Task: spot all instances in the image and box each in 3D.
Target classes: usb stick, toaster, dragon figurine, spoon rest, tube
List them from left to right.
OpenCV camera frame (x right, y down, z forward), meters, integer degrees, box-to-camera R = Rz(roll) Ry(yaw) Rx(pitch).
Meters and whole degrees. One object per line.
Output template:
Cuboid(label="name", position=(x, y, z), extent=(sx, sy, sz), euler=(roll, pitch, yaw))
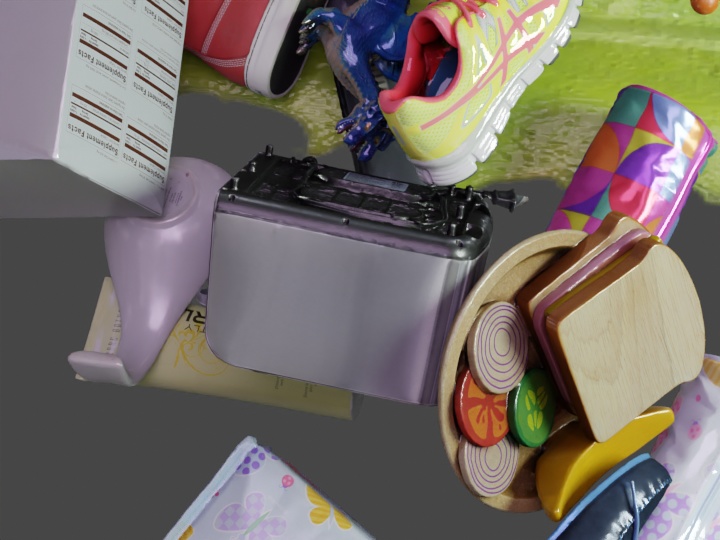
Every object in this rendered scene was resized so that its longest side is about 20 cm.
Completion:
Cuboid(label="spoon rest", position=(-0.145, 0.001, 1.660), extent=(0.098, 0.061, 0.201), euler=(7, 52, 17))
Cuboid(label="tube", position=(-0.094, 0.060, 1.665), extent=(0.198, 0.058, 0.052), euler=(12, 120, 11))
Cuboid(label="toaster", position=(0.000, 0.000, 1.596), extent=(0.198, 0.181, 0.120), euler=(11, 104, 4))
Cuboid(label="usb stick", position=(0.009, -0.137, 1.711), extent=(0.055, 0.033, 0.202), euler=(-14, 77, 4))
Cuboid(label="dragon figurine", position=(0.023, -0.169, 1.669), extent=(0.099, 0.059, 0.201), euler=(32, 69, 6))

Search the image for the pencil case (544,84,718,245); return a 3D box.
Cuboid(label="pencil case", position=(0.174, -0.025, 1.654), extent=(0.088, 0.088, 0.201), euler=(24, 80, 8))

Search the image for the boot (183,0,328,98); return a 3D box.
Cuboid(label="boot", position=(-0.079, -0.240, 1.702), extent=(0.144, 0.072, 0.201), euler=(27, 93, 21))

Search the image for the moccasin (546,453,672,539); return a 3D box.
Cuboid(label="moccasin", position=(0.139, 0.205, 1.526), extent=(0.068, 0.081, 0.200), euler=(36, 69, 17))

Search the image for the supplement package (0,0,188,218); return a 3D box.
Cuboid(label="supplement package", position=(-0.235, -0.149, 1.639), extent=(0.190, 0.147, 0.202), euler=(0, 76, 25))

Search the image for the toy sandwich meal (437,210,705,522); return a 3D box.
Cuboid(label="toy sandwich meal", position=(0.136, 0.066, 1.537), extent=(0.070, 0.205, 0.206), euler=(17, 75, 48))

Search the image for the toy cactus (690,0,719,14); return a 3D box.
Cuboid(label="toy cactus", position=(0.212, -0.254, 1.597), extent=(0.199, 0.166, 0.102), euler=(17, 34, 39))

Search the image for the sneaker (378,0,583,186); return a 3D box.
Cuboid(label="sneaker", position=(0.079, -0.160, 1.603), extent=(0.078, 0.090, 0.201), euler=(11, 68, 47))

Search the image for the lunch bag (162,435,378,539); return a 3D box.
Cuboid(label="lunch bag", position=(-0.071, 0.239, 1.585), extent=(0.169, 0.127, 0.200), euler=(41, 89, 9))

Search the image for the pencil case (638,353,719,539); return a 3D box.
Cuboid(label="pencil case", position=(0.219, 0.155, 1.607), extent=(0.083, 0.091, 0.201), euler=(26, 79, 8))
